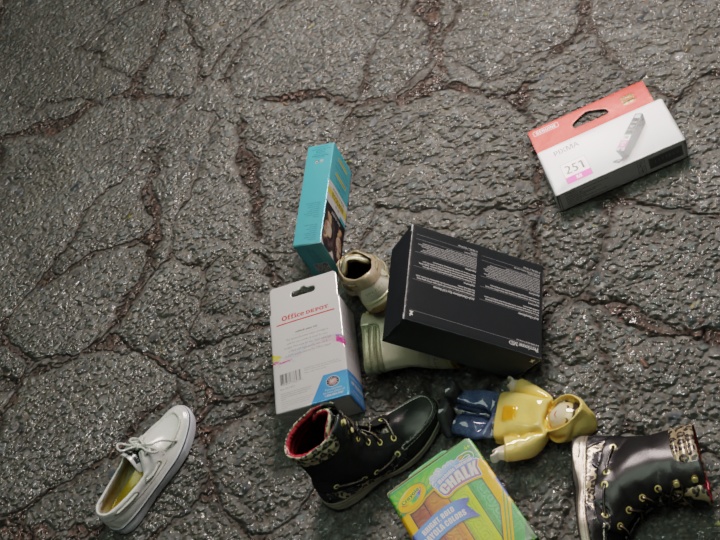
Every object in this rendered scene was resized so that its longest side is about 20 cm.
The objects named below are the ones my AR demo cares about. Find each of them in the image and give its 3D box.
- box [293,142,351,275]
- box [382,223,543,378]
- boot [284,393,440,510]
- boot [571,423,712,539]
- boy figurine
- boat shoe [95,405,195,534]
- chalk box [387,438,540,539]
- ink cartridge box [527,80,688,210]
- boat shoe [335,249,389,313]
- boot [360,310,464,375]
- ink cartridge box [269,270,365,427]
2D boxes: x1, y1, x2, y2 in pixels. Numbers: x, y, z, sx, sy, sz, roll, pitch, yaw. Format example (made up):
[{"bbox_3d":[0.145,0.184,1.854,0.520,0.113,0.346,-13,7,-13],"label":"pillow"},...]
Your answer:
[{"bbox_3d":[-0.059,-0.099,1.600,0.048,0.083,0.203,-8,54,20],"label":"box"},{"bbox_3d":[0.137,0.043,1.321,0.197,0.079,0.143,17,56,-15],"label":"box"},{"bbox_3d":[0.006,0.210,1.293,0.203,0.154,0.074,-38,48,-4],"label":"boot"},{"bbox_3d":[0.323,0.268,1.146,0.148,0.074,0.202,-15,44,19],"label":"boot"},{"bbox_3d":[0.198,0.189,1.272,0.197,0.065,0.125,2,49,31],"label":"boy figurine"},{"bbox_3d":[-0.318,0.273,1.456,0.074,0.086,0.203,20,67,36],"label":"boat shoe"},{"bbox_3d":[0.122,0.295,1.192,0.124,0.124,0.201,-35,48,-2],"label":"chalk box"},{"bbox_3d":[0.357,-0.199,1.489,0.197,0.044,0.175,-23,51,10],"label":"ink cartridge box"},{"bbox_3d":[0.000,0.000,1.467,0.072,0.065,0.200,-37,21,0],"label":"boat shoe"},{"bbox_3d":[0.079,0.053,1.429,0.152,0.072,0.203,-9,53,24],"label":"boot"},{"bbox_3d":[-0.065,0.114,1.446,0.113,0.068,0.203,-16,57,15],"label":"ink cartridge box"}]
